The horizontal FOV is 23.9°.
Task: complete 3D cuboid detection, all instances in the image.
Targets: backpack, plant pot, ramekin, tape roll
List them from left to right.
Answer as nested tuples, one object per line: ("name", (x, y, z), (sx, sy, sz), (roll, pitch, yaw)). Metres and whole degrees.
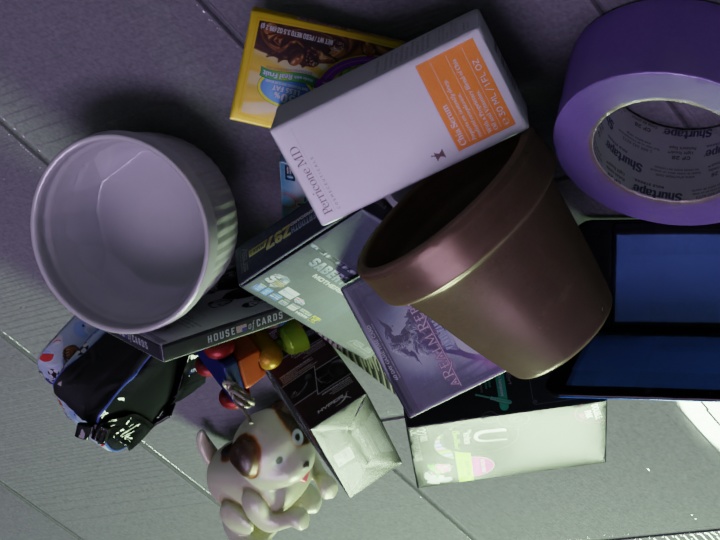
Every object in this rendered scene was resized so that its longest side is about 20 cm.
("backpack", (-0.274, 0.117, 1.960), (0.154, 0.200, 0.191), (40, 161, 20))
("ramekin", (-0.217, -0.045, 1.692), (0.200, 0.105, 0.201), (5, 103, 21))
("plant pot", (0.123, -0.003, 1.487), (0.175, 0.200, 0.200), (48, 138, -15))
("tape roll", (0.268, -0.131, 1.444), (0.199, 0.085, 0.200), (12, 148, 8))

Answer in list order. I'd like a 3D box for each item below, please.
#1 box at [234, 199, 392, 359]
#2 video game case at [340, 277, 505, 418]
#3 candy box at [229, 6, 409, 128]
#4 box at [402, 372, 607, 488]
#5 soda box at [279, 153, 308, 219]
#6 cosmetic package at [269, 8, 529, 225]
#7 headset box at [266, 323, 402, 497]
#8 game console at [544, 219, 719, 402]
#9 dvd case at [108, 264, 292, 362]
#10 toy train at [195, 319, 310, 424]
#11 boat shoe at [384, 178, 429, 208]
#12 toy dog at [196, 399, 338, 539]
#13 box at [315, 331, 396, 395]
("box", (0.000, 0.000, 1.671), (0.158, 0.051, 0.200), (-32, 138, 25))
("video game case", (0.096, 0.035, 1.599), (0.200, 0.019, 0.143), (-28, 90, 22))
("candy box", (-0.009, -0.161, 1.506), (0.199, 0.026, 0.103), (12, 108, -2))
("box", (0.143, 0.125, 1.725), (0.199, 0.125, 0.149), (-8, 148, 2))
("soda box", (-0.039, -0.065, 1.692), (0.068, 0.064, 0.200), (11, 146, 7))
("cosmetic package", (0.034, -0.131, 1.460), (0.200, 0.071, 0.102), (-26, 108, 13))
("headset box", (-0.049, 0.131, 1.896), (0.077, 0.200, 0.149), (-32, 139, -6))
("game console", (0.280, 0.034, 1.573), (0.199, 0.171, 0.118), (0, 177, 23))
("dvd case", (-0.154, 0.038, 1.758), (0.150, 0.200, 0.025), (20, 123, 52))
("toy train", (-0.103, 0.090, 1.786), (0.115, 0.200, 0.085), (-25, 126, -15))
("boat shoe", (0.017, -0.121, 1.580), (0.200, 0.071, 0.070), (51, 173, -22))
("toy dog", (-0.115, 0.242, 2.141), (0.194, 0.139, 0.200), (51, 151, 14))
("box", (0.039, 0.075, 1.854), (0.082, 0.069, 0.200), (-25, 129, 37))
